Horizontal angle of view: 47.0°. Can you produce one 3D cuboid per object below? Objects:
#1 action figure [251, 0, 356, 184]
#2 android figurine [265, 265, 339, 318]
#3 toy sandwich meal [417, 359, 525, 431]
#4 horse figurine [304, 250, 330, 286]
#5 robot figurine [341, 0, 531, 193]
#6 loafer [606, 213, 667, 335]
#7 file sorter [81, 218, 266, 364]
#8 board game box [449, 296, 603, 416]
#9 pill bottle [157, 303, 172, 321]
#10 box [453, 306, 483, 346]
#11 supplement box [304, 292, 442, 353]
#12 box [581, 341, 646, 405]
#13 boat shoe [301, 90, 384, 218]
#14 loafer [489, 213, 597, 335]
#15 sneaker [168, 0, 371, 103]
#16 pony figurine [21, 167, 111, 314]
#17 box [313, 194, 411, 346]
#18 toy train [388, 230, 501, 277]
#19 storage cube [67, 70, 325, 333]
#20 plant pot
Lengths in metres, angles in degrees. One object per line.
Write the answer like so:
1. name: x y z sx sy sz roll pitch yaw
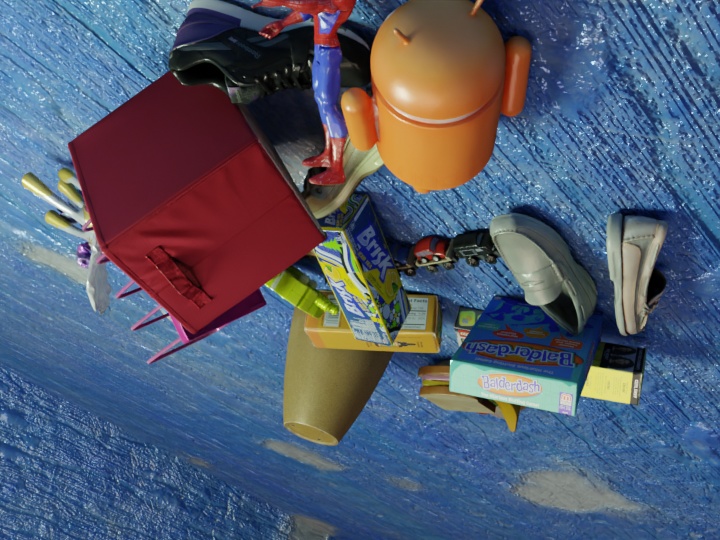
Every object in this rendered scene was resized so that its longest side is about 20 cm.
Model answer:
1. action figure: -0.053 -0.178 0.705 0.097 0.066 0.204 -2 118 -16
2. android figurine: -0.116 0.004 1.154 0.198 0.042 0.182 33 179 17
3. toy sandwich meal: 0.188 0.215 1.399 0.201 0.071 0.206 16 155 8
4. horse figurine: -0.093 -0.049 1.105 0.198 0.051 0.132 31 159 -17
5. robot figurine: 0.067 -0.150 0.710 0.141 0.119 0.201 17 156 12
6. loafer: 0.310 0.012 0.913 0.062 0.073 0.201 -1 146 23
7. file sorter: -0.243 -0.004 1.056 0.125 0.138 0.203 -30 86 40
8. board game box: 0.209 0.098 1.023 0.149 0.200 0.046 8 114 21
9. pill bottle: -0.257 0.008 1.247 0.110 0.114 0.200 21 160 -5
10. box: 0.238 0.109 1.193 0.196 0.035 0.111 10 153 20
11. supplement box: 0.021 0.076 1.216 0.195 0.070 0.067 3 152 15
12. box: 0.270 0.123 1.088 0.196 0.075 0.051 7 116 23
13. boat shoe: -0.021 -0.121 0.886 0.063 0.074 0.200 34 149 -15
14. loafer: 0.214 0.005 0.961 0.069 0.071 0.199 -11 141 45
15. sneaker: -0.084 -0.186 0.777 0.196 0.089 0.076 14 155 12
16. pony figurine: -0.380 -0.054 1.210 0.198 0.167 0.194 33 157 14
17. box: 0.000 0.000 1.055 0.063 0.071 0.202 6 137 31
18. toy train: 0.092 -0.021 1.043 0.198 0.035 0.046 -9 139 46
19. storage cube: -0.167 -0.080 0.862 0.201 0.178 0.172 57 -179 39
20. plant pot: -0.047 0.166 1.323 0.182 0.204 0.187 15 155 7
